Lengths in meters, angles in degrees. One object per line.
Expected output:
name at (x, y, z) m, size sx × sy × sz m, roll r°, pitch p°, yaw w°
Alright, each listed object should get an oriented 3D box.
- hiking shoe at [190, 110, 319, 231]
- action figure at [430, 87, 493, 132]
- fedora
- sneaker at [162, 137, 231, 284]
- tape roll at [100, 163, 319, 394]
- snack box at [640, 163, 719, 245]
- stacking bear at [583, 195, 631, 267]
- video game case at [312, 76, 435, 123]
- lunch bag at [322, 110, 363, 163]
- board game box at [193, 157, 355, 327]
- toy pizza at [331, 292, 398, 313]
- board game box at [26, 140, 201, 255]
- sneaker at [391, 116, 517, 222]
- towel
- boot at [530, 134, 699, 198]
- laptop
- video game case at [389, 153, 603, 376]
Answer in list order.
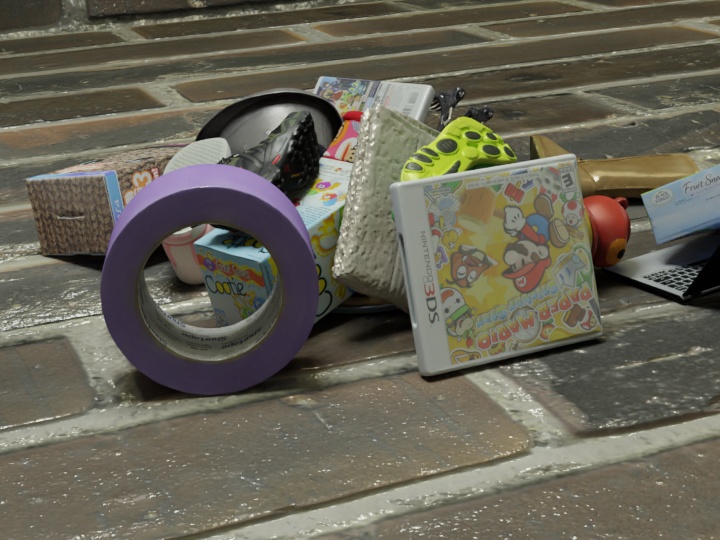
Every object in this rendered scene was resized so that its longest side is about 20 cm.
hiking shoe at (-0.108, -0.108, 1.409) m, size 0.100 × 0.076 × 0.200 m, roll 2°, pitch 33°, yaw 19°
action figure at (0.124, -0.136, 1.799) m, size 0.118 × 0.102 × 0.201 m, roll 21°, pitch 56°, yaw -16°
fedora at (-0.110, -0.139, 1.735) m, size 0.199 × 0.177 × 0.091 m, roll -24°, pitch 47°, yaw 14°
sneaker at (-0.188, -0.065, 1.598) m, size 0.075 × 0.105 × 0.201 m, roll -6°, pitch 39°, yaw 12°
tape roll at (-0.139, 0.008, 1.267) m, size 0.198 × 0.202 × 0.085 m, roll -4°, pitch 19°, yaw -4°
snack box at (0.439, -0.093, 1.544) m, size 0.168 × 0.068 × 0.199 m, roll -22°, pitch -5°, yaw 36°
stacking bear at (0.210, -0.035, 1.470) m, size 0.199 × 0.122 × 0.114 m, roll -8°, pitch 35°, yaw -32°
video game case at (-0.011, -0.169, 1.836) m, size 0.181 × 0.023 × 0.201 m, roll 9°, pitch 66°, yaw 30°
lunch bag at (0.069, -0.104, 1.608) m, size 0.175 × 0.082 × 0.200 m, roll 23°, pitch -8°, yaw 39°
board game box at (-0.060, -0.023, 1.426) m, size 0.104 × 0.104 × 0.200 m, roll 15°, pitch 39°, yaw 41°
toy pizza at (0.000, 0.000, 1.526) m, size 0.198 × 0.032 × 0.200 m, roll -2°, pitch 19°, yaw 1°
board game box at (-0.280, -0.091, 1.685) m, size 0.159 × 0.098 × 0.199 m, roll 1°, pitch 16°, yaw 41°
sneaker at (0.089, -0.098, 1.390) m, size 0.074 × 0.084 × 0.200 m, roll 44°, pitch 39°, yaw 14°
towel at (0.039, -0.062, 1.407) m, size 0.132 × 0.202 × 0.034 m, roll 23°, pitch -20°, yaw -33°
boot at (0.336, -0.135, 1.832) m, size 0.198 × 0.067 × 0.176 m, roll -5°, pitch 32°, yaw -4°
laptop at (0.398, -0.046, 1.481) m, size 0.186 × 0.117 × 0.199 m, roll -14°, pitch 22°, yaw -31°
video game case at (0.134, -0.008, 1.309) m, size 0.198 × 0.184 × 0.023 m, roll -11°, pitch 3°, yaw -23°
